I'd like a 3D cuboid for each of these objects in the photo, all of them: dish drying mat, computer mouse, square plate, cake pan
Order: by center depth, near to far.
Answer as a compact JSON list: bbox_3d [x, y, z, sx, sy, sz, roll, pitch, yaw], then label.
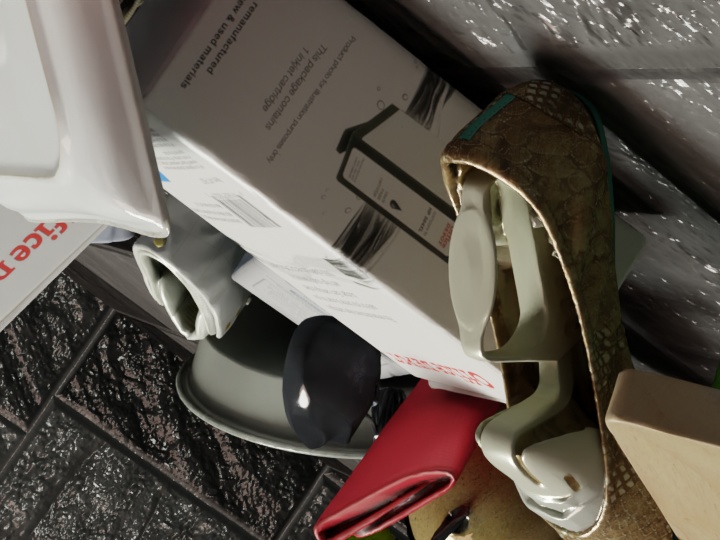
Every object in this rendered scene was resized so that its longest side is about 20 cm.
[{"bbox_3d":[-0.137,-0.110,0.851,0.198,0.028,0.201,7,113,66],"label":"square plate"},{"bbox_3d":[0.042,0.061,1.007,0.018,0.077,0.200,53,-151,-7],"label":"dish drying mat"},{"bbox_3d":[0.006,0.071,1.097,0.034,0.059,0.200,10,165,19],"label":"computer mouse"},{"bbox_3d":[-0.006,0.052,1.276,0.199,0.037,0.200,3,-162,-1],"label":"cake pan"}]

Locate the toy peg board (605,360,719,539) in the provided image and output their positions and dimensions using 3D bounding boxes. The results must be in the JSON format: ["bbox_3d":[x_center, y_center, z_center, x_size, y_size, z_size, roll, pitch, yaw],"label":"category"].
[{"bbox_3d":[0.206,0.059,0.746,0.198,0.098,0.200,14,164,22],"label":"toy peg board"}]

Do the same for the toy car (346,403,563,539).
[{"bbox_3d":[0.078,0.121,1.043,0.158,0.164,0.200,55,174,14],"label":"toy car"}]

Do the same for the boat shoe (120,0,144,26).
[{"bbox_3d":[-0.131,-0.126,0.994,0.200,0.075,0.073,37,171,-25],"label":"boat shoe"}]

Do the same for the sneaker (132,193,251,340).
[{"bbox_3d":[-0.068,-0.009,1.266,0.073,0.116,0.200,28,171,27],"label":"sneaker"}]

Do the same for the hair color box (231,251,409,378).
[{"bbox_3d":[0.000,0.000,1.104,0.099,0.061,0.200,34,172,-5],"label":"hair color box"}]

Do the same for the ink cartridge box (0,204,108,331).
[{"bbox_3d":[-0.223,-0.068,1.052,0.200,0.146,0.084,38,-161,-33],"label":"ink cartridge box"}]

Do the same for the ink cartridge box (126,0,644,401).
[{"bbox_3d":[-0.005,-0.038,0.907,0.200,0.085,0.146,36,171,-17],"label":"ink cartridge box"}]

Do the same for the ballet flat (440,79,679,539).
[{"bbox_3d":[0.065,0.033,0.808,0.070,0.065,0.201,5,113,55],"label":"ballet flat"}]

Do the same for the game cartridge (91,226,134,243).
[{"bbox_3d":[-0.202,-0.078,1.133,0.199,0.134,0.041,-1,-154,-21],"label":"game cartridge"}]
